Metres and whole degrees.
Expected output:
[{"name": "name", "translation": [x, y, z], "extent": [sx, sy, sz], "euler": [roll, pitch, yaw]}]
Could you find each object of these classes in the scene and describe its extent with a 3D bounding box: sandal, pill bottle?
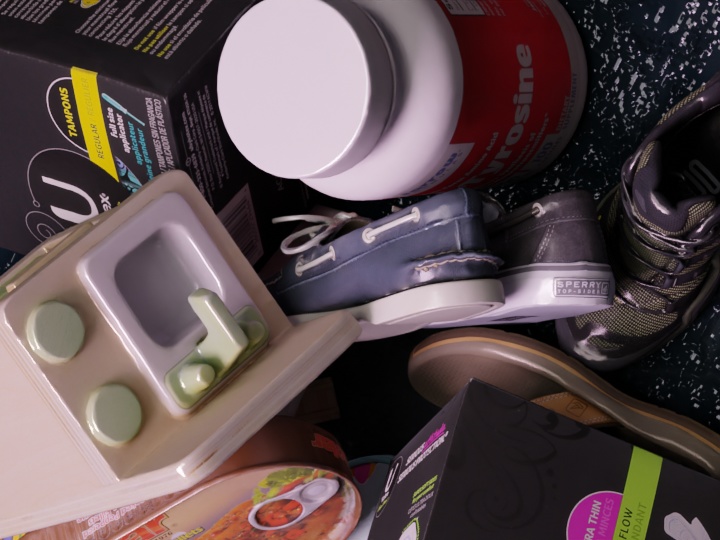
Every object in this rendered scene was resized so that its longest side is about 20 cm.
[{"name": "sandal", "translation": [0.104, 0.086, 1.339], "extent": [0.199, 0.054, 0.081], "euler": [25, 152, 24]}, {"name": "pill bottle", "translation": [0.020, -0.092, 1.307], "extent": [0.112, 0.200, 0.113], "euler": [3, 96, 32]}]

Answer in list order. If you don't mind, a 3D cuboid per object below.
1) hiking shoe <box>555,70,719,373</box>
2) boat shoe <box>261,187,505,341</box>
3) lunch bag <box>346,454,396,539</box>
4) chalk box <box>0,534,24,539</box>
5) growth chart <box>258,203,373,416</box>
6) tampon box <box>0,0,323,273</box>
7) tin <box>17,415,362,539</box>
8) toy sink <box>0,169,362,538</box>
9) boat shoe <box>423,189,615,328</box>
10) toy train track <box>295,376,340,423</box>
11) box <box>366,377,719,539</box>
[{"name": "hiking shoe", "translation": [0.145, -0.031, 1.294], "extent": [0.076, 0.100, 0.200], "euler": [43, 114, 22]}, {"name": "boat shoe", "translation": [0.000, 0.000, 1.306], "extent": [0.200, 0.074, 0.062], "euler": [-15, 78, 62]}, {"name": "lunch bag", "translation": [-0.007, 0.209, 1.382], "extent": [0.160, 0.077, 0.201], "euler": [-22, 64, 11]}, {"name": "chalk box", "translation": [-0.197, 0.083, 1.503], "extent": [0.123, 0.125, 0.201], "euler": [-14, 88, 32]}, {"name": "growth chart", "translation": [-0.080, 0.039, 1.421], "extent": [0.144, 0.018, 0.201], "euler": [21, 74, 20]}, {"name": "tampon box", "translation": [-0.132, -0.091, 1.392], "extent": [0.199, 0.126, 0.150], "euler": [16, 138, 29]}, {"name": "tin", "translation": [-0.093, 0.136, 1.336], "extent": [0.199, 0.112, 0.042], "euler": [-30, 58, 16]}, {"name": "toy sink", "translation": [-0.119, 0.036, 1.285], "extent": [0.200, 0.130, 0.112], "euler": [-19, 109, 54]}, {"name": "boat shoe", "translation": [0.061, -0.007, 1.335], "extent": [0.200, 0.070, 0.067], "euler": [167, 102, -67]}, {"name": "toy train track", "translation": [-0.058, 0.124, 1.473], "extent": [0.114, 0.032, 0.201], "euler": [-15, 87, 32]}, {"name": "box", "translation": [0.072, 0.181, 1.262], "extent": [0.124, 0.148, 0.201], "euler": [130, 159, -61]}]
